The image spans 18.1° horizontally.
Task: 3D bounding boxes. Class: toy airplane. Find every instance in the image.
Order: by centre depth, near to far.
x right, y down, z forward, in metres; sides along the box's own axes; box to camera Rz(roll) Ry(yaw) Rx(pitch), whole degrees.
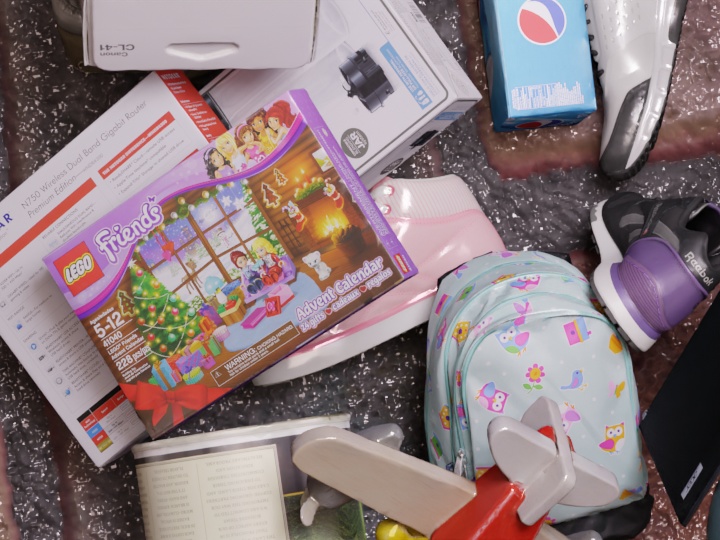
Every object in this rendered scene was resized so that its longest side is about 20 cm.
[{"bbox_3d":[0.061,0.158,1.383,0.199,0.141,0.201,-17,114,-12],"label":"toy airplane"}]

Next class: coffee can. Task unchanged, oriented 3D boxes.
[{"bbox_3d":[-0.064,0.202,1.461,0.146,0.146,0.201,-8,86,-7],"label":"coffee can"}]

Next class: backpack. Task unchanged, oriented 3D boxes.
[{"bbox_3d":[0.117,0.087,1.478,0.166,0.127,0.201,-13,111,-12],"label":"backpack"}]

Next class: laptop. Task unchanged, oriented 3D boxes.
[{"bbox_3d":[0.263,0.054,1.405,0.103,0.200,0.178,43,115,33],"label":"laptop"}]

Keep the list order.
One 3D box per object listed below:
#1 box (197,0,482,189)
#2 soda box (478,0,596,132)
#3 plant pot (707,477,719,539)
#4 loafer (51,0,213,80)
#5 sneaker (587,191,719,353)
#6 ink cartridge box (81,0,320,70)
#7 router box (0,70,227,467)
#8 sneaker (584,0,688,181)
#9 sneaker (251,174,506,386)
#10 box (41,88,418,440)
[{"bbox_3d":[-0.034,-0.098,1.489,0.200,0.060,0.117,-37,83,18],"label":"box"},{"bbox_3d":[0.115,-0.200,1.555,0.064,0.068,0.201,-5,86,-6],"label":"soda box"},{"bbox_3d":[0.346,0.182,1.513,0.199,0.135,0.201,0,85,-6],"label":"plant pot"},{"bbox_3d":[-0.114,-0.169,1.535,0.199,0.070,0.075,-1,51,-16],"label":"loafer"},{"bbox_3d":[0.205,-0.014,1.483,0.087,0.200,0.076,-35,105,16],"label":"sneaker"},{"bbox_3d":[-0.103,-0.229,1.410,0.147,0.086,0.200,-2,57,-6],"label":"ink cartridge box"},{"bbox_3d":[-0.144,-0.002,1.474,0.200,0.049,0.180,-37,86,18],"label":"router box"},{"bbox_3d":[0.182,-0.160,1.564,0.080,0.074,0.201,10,77,3],"label":"sneaker"},{"bbox_3d":[0.000,0.000,1.521,0.200,0.075,0.105,-25,92,-15],"label":"sneaker"},{"bbox_3d":[-0.083,-0.003,1.409,0.200,0.039,0.137,-33,87,17],"label":"box"}]
